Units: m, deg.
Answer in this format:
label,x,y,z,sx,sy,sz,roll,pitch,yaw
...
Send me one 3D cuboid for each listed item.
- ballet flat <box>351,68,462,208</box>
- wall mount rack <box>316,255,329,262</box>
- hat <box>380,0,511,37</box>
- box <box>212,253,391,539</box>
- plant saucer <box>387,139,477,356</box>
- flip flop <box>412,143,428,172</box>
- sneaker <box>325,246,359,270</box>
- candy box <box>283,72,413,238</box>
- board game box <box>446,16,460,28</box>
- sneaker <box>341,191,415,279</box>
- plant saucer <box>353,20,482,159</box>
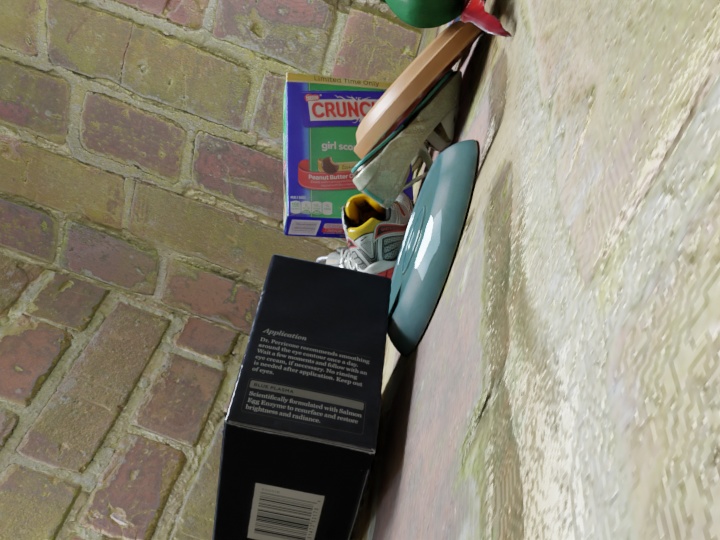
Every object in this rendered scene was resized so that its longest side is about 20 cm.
label,x,y,z,sx,sy,sz,roll,pitch,yaw
ballet flat,0.064,-0.139,0.833,0.200,0.062,0.067,-49,5,-28
wall mount rack,-0.021,0.078,1.126,0.174,0.074,0.202,56,-142,-39
hat,0.068,-0.252,0.783,0.200,0.163,0.179,66,-153,-70
box,-0.051,0.130,0.676,0.201,0.116,0.199,-81,4,-52
plant saucer,0.058,-0.024,0.694,0.200,0.027,0.203,-162,89,-86
flip flop,0.078,-0.209,1.098,0.200,0.057,0.082,115,172,-65
sneaker,0.000,0.000,0.987,0.200,0.091,0.077,123,166,-76
candy box,-0.019,-0.150,1.019,0.077,0.166,0.203,122,148,-68
board game box,0.142,-0.361,1.012,0.103,0.019,0.202,132,160,-85
sneaker,0.022,-0.060,0.862,0.083,0.077,0.201,61,-168,-24
plant saucer,0.061,-0.208,0.874,0.200,0.032,0.200,-46,3,3
